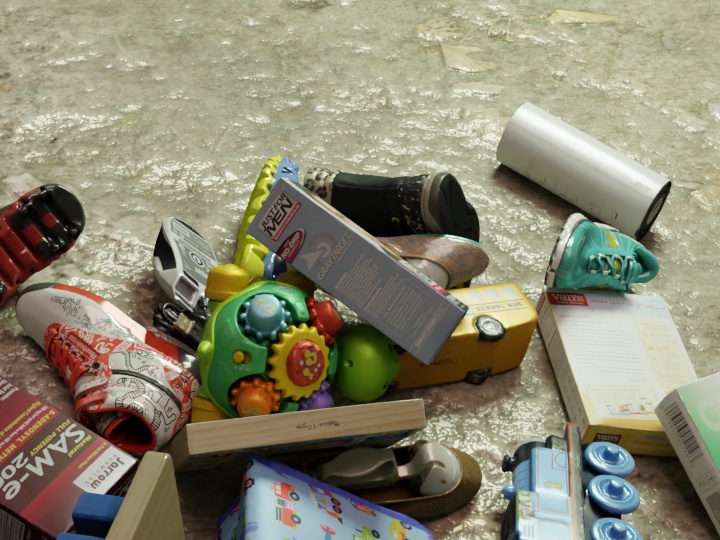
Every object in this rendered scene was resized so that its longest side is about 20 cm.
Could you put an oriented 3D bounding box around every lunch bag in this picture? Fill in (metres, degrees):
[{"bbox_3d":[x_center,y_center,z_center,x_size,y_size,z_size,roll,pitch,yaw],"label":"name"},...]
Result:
[{"bbox_3d":[-0.010,0.249,1.085,0.197,0.095,0.152,16,35,-15],"label":"lunch bag"}]

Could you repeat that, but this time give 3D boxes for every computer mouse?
[{"bbox_3d":[-0.163,0.024,1.312,0.109,0.044,0.201,36,19,-32],"label":"computer mouse"}]

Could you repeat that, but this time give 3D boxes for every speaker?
[{"bbox_3d":[0.258,-0.117,1.613,0.199,0.082,0.081,32,41,19],"label":"speaker"}]

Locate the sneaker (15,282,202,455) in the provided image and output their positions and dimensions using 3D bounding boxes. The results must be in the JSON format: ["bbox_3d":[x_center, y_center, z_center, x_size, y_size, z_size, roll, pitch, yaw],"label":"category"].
[{"bbox_3d":[-0.237,0.086,1.204,0.199,0.068,0.108,26,37,8],"label":"sneaker"}]

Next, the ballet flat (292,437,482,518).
[{"bbox_3d":[0.026,0.175,1.185,0.197,0.073,0.069,-1,54,-22],"label":"ballet flat"}]

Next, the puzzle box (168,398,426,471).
[{"bbox_3d":[-0.056,0.139,1.149,0.197,0.133,0.026,-5,77,-15],"label":"puzzle box"}]

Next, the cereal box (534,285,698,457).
[{"bbox_3d":[0.265,0.099,1.388,0.142,0.040,0.201,6,39,-14],"label":"cereal box"}]

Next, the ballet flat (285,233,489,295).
[{"bbox_3d":[0.023,0.004,1.312,0.197,0.069,0.068,3,49,5],"label":"ballet flat"}]

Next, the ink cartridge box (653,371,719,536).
[{"bbox_3d":[0.393,0.168,1.309,0.198,0.050,0.162,-14,67,-30],"label":"ink cartridge box"}]

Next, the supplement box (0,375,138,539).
[{"bbox_3d":[-0.291,0.153,1.111,0.198,0.061,0.109,28,40,13],"label":"supplement box"}]

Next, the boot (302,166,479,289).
[{"bbox_3d":[0.036,-0.045,1.397,0.151,0.204,0.074,7,68,18],"label":"boot"}]

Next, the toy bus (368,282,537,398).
[{"bbox_3d":[0.075,0.065,1.341,0.197,0.066,0.079,-6,43,-25],"label":"toy bus"}]

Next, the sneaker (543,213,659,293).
[{"bbox_3d":[0.254,-0.013,1.443,0.079,0.079,0.199,26,18,29],"label":"sneaker"}]

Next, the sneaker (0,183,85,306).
[{"bbox_3d":[-0.345,-0.003,1.270,0.200,0.098,0.071,-41,103,-22],"label":"sneaker"}]

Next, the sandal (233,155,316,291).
[{"bbox_3d":[-0.080,-0.035,1.406,0.086,0.080,0.202,16,46,-10],"label":"sandal"}]

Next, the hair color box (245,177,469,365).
[{"bbox_3d":[0.000,0.000,1.233,0.199,0.061,0.099,36,4,5],"label":"hair color box"}]

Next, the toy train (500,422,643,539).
[{"bbox_3d":[0.176,0.208,1.178,0.112,0.088,0.201,12,29,0],"label":"toy train"}]

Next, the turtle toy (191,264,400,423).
[{"bbox_3d":[-0.056,0.075,1.200,0.198,0.148,0.100,5,2,-41],"label":"turtle toy"}]

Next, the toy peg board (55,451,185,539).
[{"bbox_3d":[-0.190,0.259,0.926,0.096,0.201,0.201,4,37,11],"label":"toy peg board"}]
